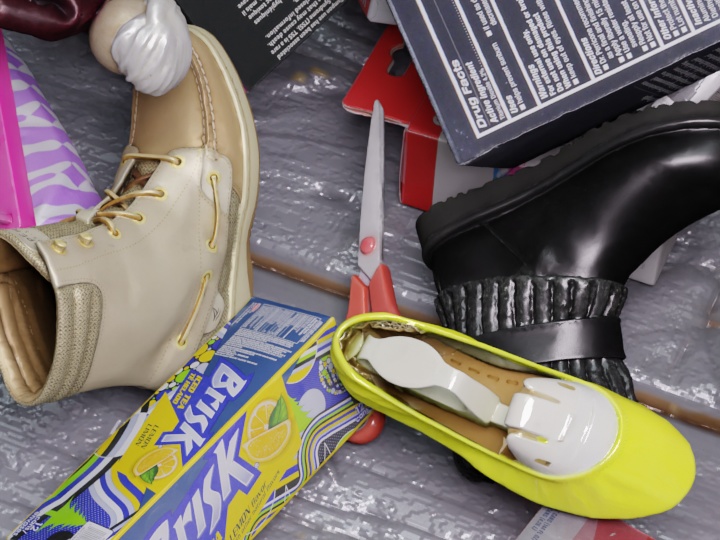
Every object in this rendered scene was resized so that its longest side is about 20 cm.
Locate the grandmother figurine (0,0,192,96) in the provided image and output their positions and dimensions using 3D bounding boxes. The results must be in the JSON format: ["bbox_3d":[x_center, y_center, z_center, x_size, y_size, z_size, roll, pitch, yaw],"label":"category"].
[{"bbox_3d":[-0.173,-0.157,1.308,0.200,0.061,0.121,33,51,7],"label":"grandmother figurine"}]

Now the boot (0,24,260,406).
[{"bbox_3d":[-0.130,-0.031,1.315,0.073,0.200,0.155,2,4,41],"label":"boot"}]

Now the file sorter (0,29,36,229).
[{"bbox_3d":[-0.281,-0.091,1.355,0.125,0.139,0.200,16,53,-48],"label":"file sorter"}]

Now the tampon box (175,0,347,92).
[{"bbox_3d":[-0.109,-0.216,1.420,0.126,0.200,0.150,-43,23,-17],"label":"tampon box"}]

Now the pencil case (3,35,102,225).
[{"bbox_3d":[-0.204,-0.056,1.420,0.085,0.084,0.200,8,37,-44],"label":"pencil case"}]

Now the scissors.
[{"bbox_3d":[0.000,0.000,1.387,0.073,0.014,0.200,-32,54,30],"label":"scissors"}]

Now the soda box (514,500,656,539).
[{"bbox_3d":[0.070,0.203,1.227,0.070,0.063,0.200,29,55,22],"label":"soda box"}]

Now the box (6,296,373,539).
[{"bbox_3d":[-0.085,0.104,1.289,0.064,0.070,0.200,12,45,42],"label":"box"}]

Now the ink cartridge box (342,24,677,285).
[{"bbox_3d":[0.099,-0.081,1.465,0.200,0.067,0.116,19,50,14],"label":"ink cartridge box"}]

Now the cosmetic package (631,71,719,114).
[{"bbox_3d":[0.124,-0.161,1.396,0.083,0.051,0.200,-46,79,9],"label":"cosmetic package"}]

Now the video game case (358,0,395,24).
[{"bbox_3d":[0.054,-0.185,1.516,0.143,0.017,0.200,6,25,-15],"label":"video game case"}]

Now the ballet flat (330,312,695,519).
[{"bbox_3d":[0.070,0.069,1.256,0.200,0.067,0.067,22,79,23],"label":"ballet flat"}]

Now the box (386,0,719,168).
[{"bbox_3d":[0.112,-0.183,1.308,0.198,0.123,0.200,-24,84,15],"label":"box"}]

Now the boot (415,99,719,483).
[{"bbox_3d":[0.134,0.015,1.328,0.211,0.079,0.158,-25,59,21],"label":"boot"}]
